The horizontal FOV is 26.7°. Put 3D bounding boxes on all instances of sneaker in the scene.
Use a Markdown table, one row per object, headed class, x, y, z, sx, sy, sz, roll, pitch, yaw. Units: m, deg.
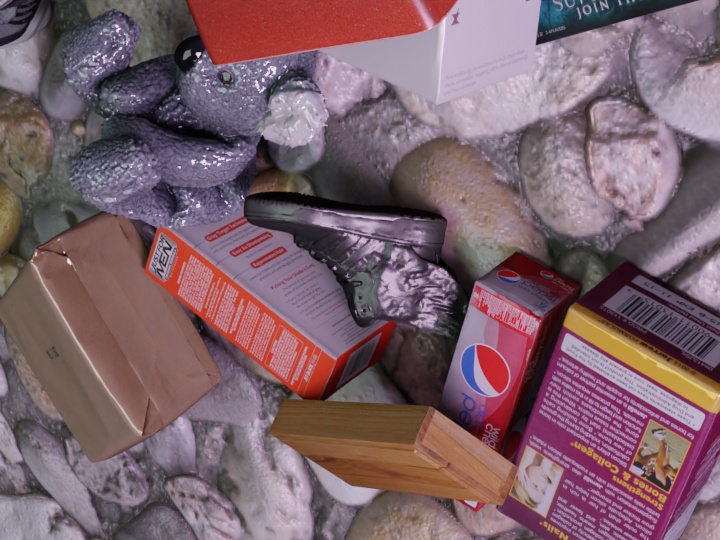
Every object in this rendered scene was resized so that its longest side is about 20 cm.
| class | x | y | z | sx | sy | sz | roll | pitch | yaw |
| --- | --- | --- | --- | --- | --- | --- | --- | --- | --- |
| sneaker | -0.320 | -0.254 | 1.346 | 0.199 | 0.114 | 0.076 | -33 | 89 | 40 |
| sneaker | 0.000 | -0.001 | 1.224 | 0.197 | 0.060 | 0.105 | 7 | 102 | -3 |

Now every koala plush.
| class | x | y | z | sx | sy | sz | roll | pitch | yaw |
| --- | --- | --- | --- | --- | --- | --- | --- | --- | --- |
| koala plush | -0.111 | -0.143 | 1.222 | 0.199 | 0.183 | 0.179 | -33 | 53 | 29 |

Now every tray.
| class | x | y | z | sx | sy | sz | roll | pitch | yaw |
| --- | --- | --- | --- | --- | --- | --- | --- | --- | --- |
| tray | 0.021 | 0.142 | 1.198 | 0.098 | 0.037 | 0.199 | 36 | 159 | -28 |

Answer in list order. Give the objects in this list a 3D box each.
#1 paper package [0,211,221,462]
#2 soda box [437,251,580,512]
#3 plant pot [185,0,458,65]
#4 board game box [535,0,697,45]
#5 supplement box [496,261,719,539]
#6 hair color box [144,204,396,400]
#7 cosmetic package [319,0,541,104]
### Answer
| class | x | y | z | sx | sy | sz | roll | pitch | yaw |
| --- | --- | --- | --- | --- | --- | --- | --- | --- | --- |
| paper package | -0.233 | 0.065 | 1.389 | 0.192 | 0.103 | 0.200 | 59 | 154 | 0 |
| soda box | 0.109 | 0.091 | 1.215 | 0.063 | 0.070 | 0.202 | 30 | 126 | 23 |
| plant pot | -0.020 | -0.267 | 0.933 | 0.198 | 0.201 | 0.177 | -1 | 132 | 43 |
| board game box | 0.178 | -0.242 | 1.045 | 0.199 | 0.028 | 0.137 | -11 | 104 | 39 |
| supplement box | 0.202 | 0.119 | 1.139 | 0.130 | 0.103 | 0.202 | 31 | 125 | 22 |
| hair color box | -0.077 | 0.019 | 1.300 | 0.199 | 0.101 | 0.062 | 38 | 128 | 18 |
| cosmetic package | 0.023 | -0.200 | 1.101 | 0.199 | 0.112 | 0.082 | 32 | 129 | 37 |
